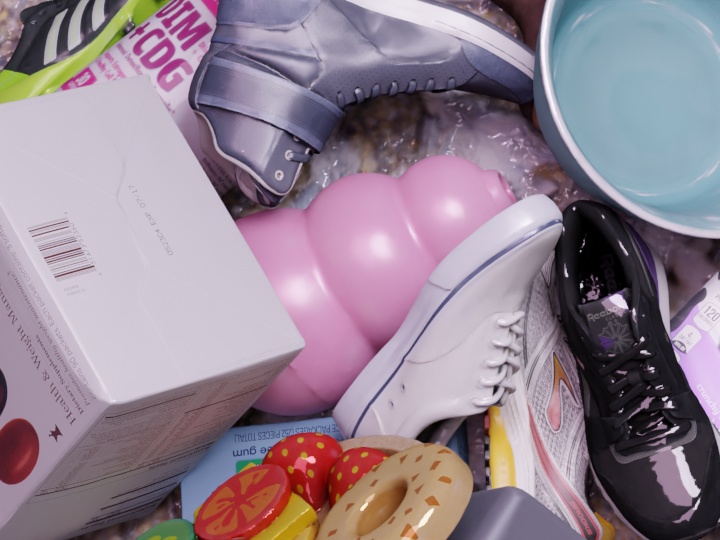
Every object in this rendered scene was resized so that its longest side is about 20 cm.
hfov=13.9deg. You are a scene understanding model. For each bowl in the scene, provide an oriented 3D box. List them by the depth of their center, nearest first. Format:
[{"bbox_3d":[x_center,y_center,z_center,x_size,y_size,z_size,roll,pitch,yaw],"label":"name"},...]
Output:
[{"bbox_3d":[0.179,-0.108,1.692,0.200,0.105,0.201,3,79,-17],"label":"bowl"}]

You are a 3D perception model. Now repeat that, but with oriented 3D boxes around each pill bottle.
[{"bbox_3d":[-0.079,-0.121,1.798,0.200,0.113,0.113,-38,69,-1],"label":"pill bottle"}]

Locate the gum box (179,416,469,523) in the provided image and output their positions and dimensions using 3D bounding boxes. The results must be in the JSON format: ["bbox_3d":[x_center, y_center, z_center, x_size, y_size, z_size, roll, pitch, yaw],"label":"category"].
[{"bbox_3d":[-0.018,0.187,1.725,0.170,0.045,0.200,-6,73,11],"label":"gum box"}]

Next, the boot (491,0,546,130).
[{"bbox_3d":[0.084,-0.187,1.820,0.166,0.072,0.200,10,80,30],"label":"boot"}]

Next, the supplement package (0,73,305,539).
[{"bbox_3d":[-0.173,0.031,1.680,0.191,0.147,0.200,59,136,17],"label":"supplement package"}]

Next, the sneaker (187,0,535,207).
[{"bbox_3d":[-0.001,-0.095,1.715,0.202,0.077,0.146,19,83,-12],"label":"sneaker"}]

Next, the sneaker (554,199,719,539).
[{"bbox_3d":[0.143,0.055,1.629,0.076,0.088,0.200,-22,62,11],"label":"sneaker"}]

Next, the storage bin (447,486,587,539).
[{"bbox_3d":[0.096,0.214,1.609,0.200,0.146,0.134,37,66,-17],"label":"storage bin"}]

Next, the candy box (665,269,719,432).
[{"bbox_3d":[0.272,0.056,1.683,0.200,0.072,0.168,-46,68,-3],"label":"candy box"}]

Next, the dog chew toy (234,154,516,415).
[{"bbox_3d":[0.000,0.000,1.727,0.200,0.125,0.125,-30,69,13],"label":"dog chew toy"}]

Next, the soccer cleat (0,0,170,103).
[{"bbox_3d":[-0.165,-0.156,1.857,0.200,0.068,0.081,-41,56,-1],"label":"soccer cleat"}]

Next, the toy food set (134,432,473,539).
[{"bbox_3d":[-0.038,0.155,1.603,0.198,0.049,0.200,-40,28,-12],"label":"toy food set"}]

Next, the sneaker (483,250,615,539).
[{"bbox_3d":[0.112,0.078,1.721,0.082,0.078,0.200,-3,79,2],"label":"sneaker"}]

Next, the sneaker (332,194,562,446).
[{"bbox_3d":[0.063,0.043,1.659,0.071,0.073,0.200,48,126,19],"label":"sneaker"}]
